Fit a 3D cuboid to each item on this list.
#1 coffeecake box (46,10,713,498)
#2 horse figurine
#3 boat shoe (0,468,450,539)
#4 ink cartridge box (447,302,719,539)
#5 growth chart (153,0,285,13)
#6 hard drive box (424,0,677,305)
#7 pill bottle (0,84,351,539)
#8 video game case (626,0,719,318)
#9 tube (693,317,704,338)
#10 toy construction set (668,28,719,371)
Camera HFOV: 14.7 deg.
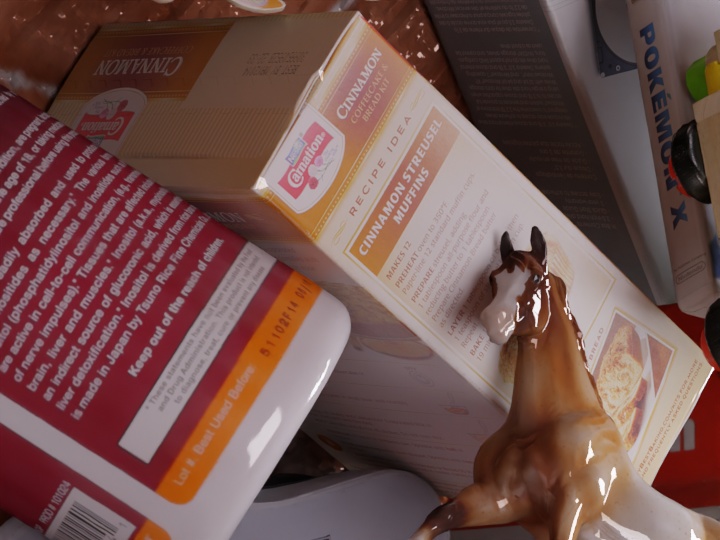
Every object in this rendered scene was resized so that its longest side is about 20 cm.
[{"bbox_3d":[0.000,0.000,0.970,0.200,0.153,0.073,42,68,-32],"label":"coffeecake box"},{"bbox_3d":[0.084,0.100,0.895,0.200,0.050,0.133,46,40,-17],"label":"horse figurine"},{"bbox_3d":[-0.056,0.104,0.975,0.199,0.056,0.069,-1,87,-42],"label":"boat shoe"},{"bbox_3d":[0.083,0.108,1.007,0.050,0.162,0.201,18,68,-51],"label":"ink cartridge box"},{"bbox_3d":[-0.017,-0.138,0.970,0.199,0.145,0.018,-13,133,-34],"label":"growth chart"},{"bbox_3d":[0.121,-0.088,1.105,0.156,0.077,0.201,-36,114,-29],"label":"hard drive box"},{"bbox_3d":[-0.112,0.008,0.873,0.200,0.113,0.113,33,71,-2],"label":"pill bottle"},{"bbox_3d":[0.181,-0.051,1.042,0.199,0.022,0.183,14,58,-36],"label":"video game case"},{"bbox_3d":[0.149,0.034,1.060,0.052,0.058,0.201,1,101,1],"label":"tube"},{"bbox_3d":[0.173,-0.015,0.940,0.131,0.092,0.201,8,51,-40],"label":"toy construction set"}]
